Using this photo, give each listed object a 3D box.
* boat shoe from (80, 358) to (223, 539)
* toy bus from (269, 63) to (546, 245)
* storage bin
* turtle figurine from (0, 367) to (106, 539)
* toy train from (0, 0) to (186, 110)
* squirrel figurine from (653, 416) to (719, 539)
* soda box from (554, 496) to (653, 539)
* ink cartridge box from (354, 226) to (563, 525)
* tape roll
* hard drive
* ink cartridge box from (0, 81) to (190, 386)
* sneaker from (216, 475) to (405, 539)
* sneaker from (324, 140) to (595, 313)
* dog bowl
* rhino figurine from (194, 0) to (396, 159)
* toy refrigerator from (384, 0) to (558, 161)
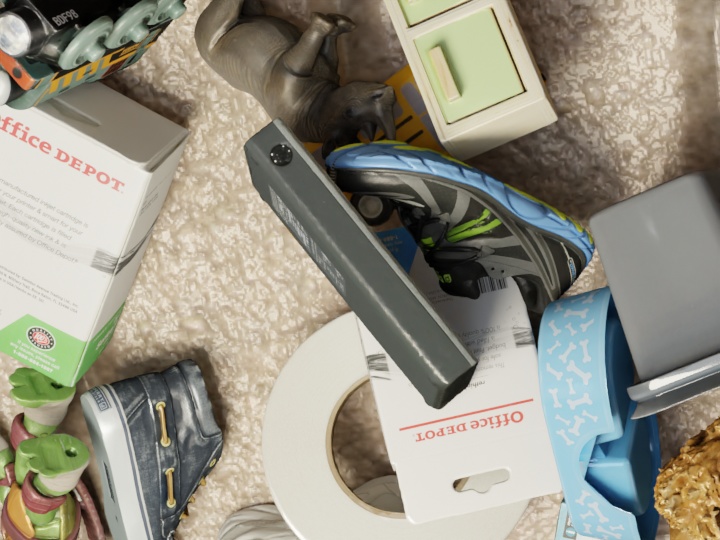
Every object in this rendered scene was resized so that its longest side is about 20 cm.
[{"bbox_3d":[-0.143,0.160,1.742,0.091,0.071,0.200,-19,127,-16],"label":"boat shoe"},{"bbox_3d":[0.030,-0.092,1.621,0.200,0.065,0.078,-36,92,22],"label":"toy bus"},{"bbox_3d":[0.234,0.004,1.528,0.146,0.200,0.134,-23,86,20],"label":"storage bin"},{"bbox_3d":[-0.279,0.168,1.726,0.200,0.144,0.194,26,131,1],"label":"turtle figurine"},{"bbox_3d":[-0.193,-0.168,1.594,0.085,0.200,0.114,47,125,4],"label":"toy train"},{"bbox_3d":[0.272,0.140,1.567,0.187,0.200,0.142,-21,57,36],"label":"squirrel figurine"},{"bbox_3d":[0.165,0.252,1.687,0.068,0.064,0.200,13,108,12],"label":"soda box"},{"bbox_3d":[0.063,0.067,1.607,0.116,0.068,0.200,-12,82,-1],"label":"ink cartridge box"},{"bbox_3d":[0.029,0.123,1.656,0.203,0.037,0.203,0,84,1],"label":"tape roll"},{"bbox_3d":[0.000,0.000,1.513,0.033,0.140,0.200,-38,83,-6],"label":"hard drive"},{"bbox_3d":[-0.226,-0.040,1.679,0.146,0.084,0.200,28,121,5],"label":"ink cartridge box"},{"bbox_3d":[-0.023,0.210,1.706,0.200,0.099,0.078,-16,102,19],"label":"sneaker"},{"bbox_3d":[0.063,-0.027,1.527,0.200,0.071,0.083,25,93,-27],"label":"sneaker"},{"bbox_3d":[0.161,0.099,1.566,0.050,0.111,0.200,-3,128,18],"label":"dog bowl"},{"bbox_3d":[-0.040,-0.137,1.590,0.200,0.060,0.087,42,111,31],"label":"rhino figurine"},{"bbox_3d":[0.056,-0.181,1.539,0.076,0.070,0.200,-22,77,8],"label":"toy refrigerator"}]
